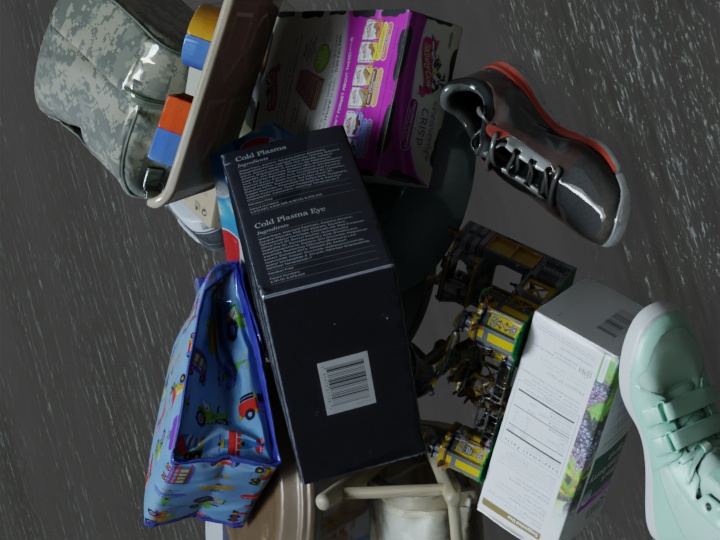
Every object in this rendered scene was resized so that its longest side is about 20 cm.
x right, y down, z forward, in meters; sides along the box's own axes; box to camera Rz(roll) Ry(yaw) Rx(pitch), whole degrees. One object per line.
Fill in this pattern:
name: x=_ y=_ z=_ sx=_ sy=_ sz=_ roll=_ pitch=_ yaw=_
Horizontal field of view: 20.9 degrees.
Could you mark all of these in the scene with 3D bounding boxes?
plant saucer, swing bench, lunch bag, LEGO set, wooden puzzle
plant saucer: x=0.019 y=-0.081 z=1.658 sx=0.201 sy=0.039 sz=0.202 roll=-19 pitch=66 yaw=50
swing bench: x=0.049 y=0.251 z=1.681 sx=0.129 sy=0.200 sz=0.200 roll=-2 pitch=104 yaw=13
lunch bag: x=-0.132 y=0.098 z=1.649 sx=0.151 sy=0.093 sz=0.201 roll=120 pitch=149 yaw=-59
lunch bag: x=-0.226 y=-0.182 z=1.911 sx=0.200 sy=0.139 sz=0.168 roll=43 pitch=112 yaw=37
plant saucer: x=-0.085 y=0.180 z=1.682 sx=0.200 sy=0.029 sz=0.201 roll=176 pitch=90 yaw=-68
LEGO set: x=0.084 y=0.059 z=1.568 sx=0.115 sy=0.154 sz=0.201 roll=24 pitch=137 yaw=17
wooden puzzle: x=-0.120 y=-0.153 z=1.602 sx=0.046 sy=0.185 sz=0.201 roll=24 pitch=100 yaw=6

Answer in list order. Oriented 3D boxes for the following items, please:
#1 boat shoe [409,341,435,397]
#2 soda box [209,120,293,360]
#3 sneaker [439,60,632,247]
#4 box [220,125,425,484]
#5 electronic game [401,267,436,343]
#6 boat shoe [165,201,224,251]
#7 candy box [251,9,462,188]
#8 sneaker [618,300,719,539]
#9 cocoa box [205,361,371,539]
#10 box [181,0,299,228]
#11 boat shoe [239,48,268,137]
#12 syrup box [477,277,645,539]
boat shoe: x=-0.010 y=0.076 z=1.787 sx=0.200 sy=0.060 sz=0.076 roll=28 pitch=95 yaw=51
soda box: x=-0.071 y=-0.020 z=1.644 sx=0.064 sy=0.068 sz=0.201 roll=35 pitch=144 yaw=39
sneaker: x=0.129 y=-0.084 z=1.521 sx=0.200 sy=0.082 sz=0.077 roll=48 pitch=136 yaw=35
box: x=-0.029 y=0.025 z=1.518 sx=0.183 sy=0.104 sz=0.201 roll=-110 pitch=8 yaw=-49
electronic game: x=0.000 y=0.000 z=1.728 sx=0.200 sy=0.041 sz=0.201 roll=-21 pitch=63 yaw=48
boat shoe: x=-0.180 y=-0.097 z=1.970 sx=0.200 sy=0.072 sz=0.068 roll=53 pitch=169 yaw=37
candy box: x=-0.009 y=-0.145 z=1.629 sx=0.200 sy=0.061 sz=0.137 roll=11 pitch=88 yaw=54
sneaker: x=0.255 y=0.123 z=1.417 sx=0.118 sy=0.073 sz=0.202 roll=21 pitch=127 yaw=57
cocoa box: x=-0.058 y=0.198 z=1.833 sx=0.131 sy=0.133 sz=0.201 roll=24 pitch=119 yaw=48
box: x=-0.109 y=-0.149 z=1.827 sx=0.078 sy=0.095 sz=0.201 roll=43 pitch=134 yaw=39
boat shoe: x=-0.074 y=-0.110 z=1.764 sx=0.075 sy=0.068 sz=0.201 roll=-121 pitch=12 yaw=-47
syrup box: x=0.163 y=0.115 z=1.528 sx=0.081 sy=0.079 sz=0.201 roll=30 pitch=126 yaw=25
